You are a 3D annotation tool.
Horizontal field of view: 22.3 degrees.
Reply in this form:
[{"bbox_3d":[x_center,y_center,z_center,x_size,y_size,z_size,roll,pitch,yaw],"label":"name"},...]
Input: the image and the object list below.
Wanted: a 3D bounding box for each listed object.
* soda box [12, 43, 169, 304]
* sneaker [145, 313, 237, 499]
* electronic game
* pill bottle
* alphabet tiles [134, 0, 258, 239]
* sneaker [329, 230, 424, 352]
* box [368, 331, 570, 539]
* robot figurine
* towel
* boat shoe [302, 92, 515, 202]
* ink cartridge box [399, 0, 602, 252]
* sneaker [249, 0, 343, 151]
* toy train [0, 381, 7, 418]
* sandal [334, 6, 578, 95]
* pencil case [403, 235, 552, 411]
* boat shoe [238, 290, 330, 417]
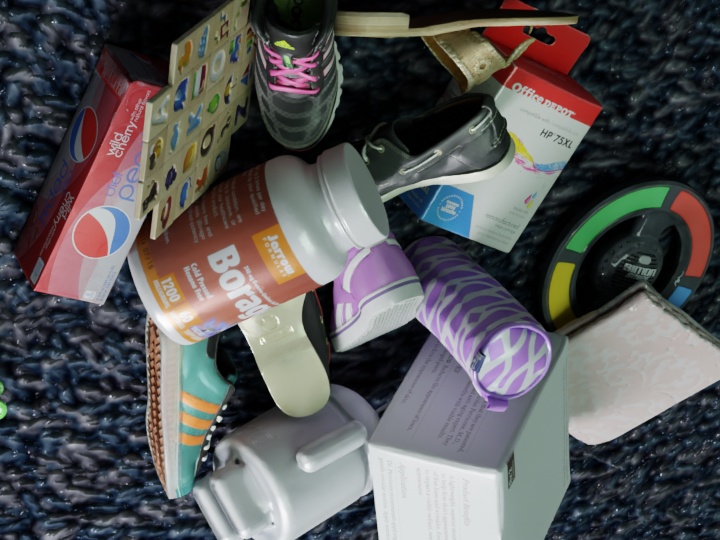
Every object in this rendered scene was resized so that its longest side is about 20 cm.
[{"bbox_3d":[-0.204,-0.075,1.464,0.070,0.063,0.201,13,116,-36],"label":"soda box"},{"bbox_3d":[-0.147,0.118,1.630,0.079,0.071,0.201,-9,125,-19],"label":"sneaker"},{"bbox_3d":[0.263,-0.004,1.800,0.199,0.042,0.201,-15,128,-20],"label":"electronic game"},{"bbox_3d":[-0.082,-0.026,1.500,0.199,0.113,0.112,-25,134,13],"label":"pill bottle"},{"bbox_3d":[-0.124,-0.124,1.422,0.200,0.006,0.167,-51,157,-55],"label":"alphabet tiles"},{"bbox_3d":[0.001,0.000,1.622,0.072,0.115,0.201,-23,169,-19],"label":"sneaker"},{"bbox_3d":[0.108,0.182,1.723,0.200,0.130,0.200,-56,150,-44],"label":"box"},{"bbox_3d":[-0.055,0.177,1.682,0.199,0.169,0.113,-28,91,-33],"label":"robot figurine"},{"bbox_3d":[0.255,0.097,1.832,0.190,0.032,0.200,-33,139,23],"label":"towel"},{"bbox_3d":[0.027,-0.102,1.539,0.199,0.072,0.068,-13,139,16],"label":"boat shoe"},{"bbox_3d":[0.129,-0.127,1.616,0.116,0.067,0.201,18,111,-38],"label":"ink cartridge box"},{"bbox_3d":[-0.053,-0.182,1.440,0.073,0.088,0.201,10,117,8],"label":"sneaker"},{"bbox_3d":[-0.337,0.052,1.496,0.056,0.042,0.201,-14,129,-8],"label":"toy train"},{"bbox_3d":[0.076,-0.182,1.523,0.210,0.078,0.070,-1,103,-15],"label":"sandal"},{"bbox_3d":[0.097,0.044,1.635,0.083,0.200,0.086,5,114,-26],"label":"pencil case"},{"bbox_3d":[-0.074,0.031,1.619,0.073,0.063,0.202,-14,117,3],"label":"boat shoe"}]
